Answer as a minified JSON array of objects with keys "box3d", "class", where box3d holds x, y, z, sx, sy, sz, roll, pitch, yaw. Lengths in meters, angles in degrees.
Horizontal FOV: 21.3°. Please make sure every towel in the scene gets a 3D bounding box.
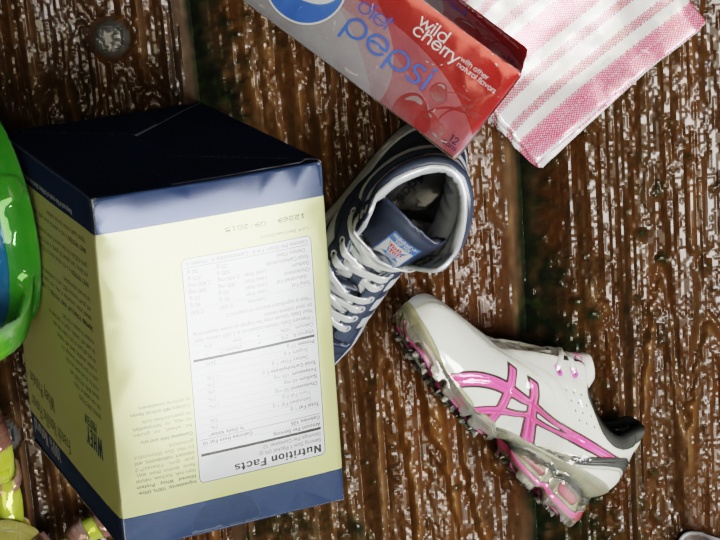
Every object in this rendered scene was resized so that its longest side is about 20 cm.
[{"box3d":[0.100,-0.180,1.181,0.146,0.030,0.200,-41,106,6],"class":"towel"}]

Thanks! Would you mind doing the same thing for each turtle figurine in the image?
[{"box3d":[-0.239,0.179,1.231,0.199,0.064,0.162,-26,107,2],"class":"turtle figurine"}]

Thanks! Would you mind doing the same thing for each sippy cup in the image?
[{"box3d":[-0.268,-0.020,1.110,0.130,0.178,0.141,-14,109,-25],"class":"sippy cup"}]

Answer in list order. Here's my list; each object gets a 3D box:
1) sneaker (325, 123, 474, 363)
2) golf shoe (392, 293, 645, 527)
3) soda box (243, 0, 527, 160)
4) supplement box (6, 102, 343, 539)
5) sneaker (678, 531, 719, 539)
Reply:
[{"box3d":[0.000,0.000,1.181,0.070,0.109,0.200,33,100,-13],"class":"sneaker"},{"box3d":[0.101,0.073,1.234,0.092,0.073,0.200,-45,118,1],"class":"golf shoe"},{"box3d":[0.001,-0.157,1.138,0.200,0.063,0.070,36,111,-5],"class":"soda box"},{"box3d":[-0.113,0.024,1.116,0.133,0.200,0.201,-10,108,-22],"class":"supplement box"},{"box3d":[0.202,0.246,1.294,0.199,0.071,0.113,-17,111,-9],"class":"sneaker"}]
